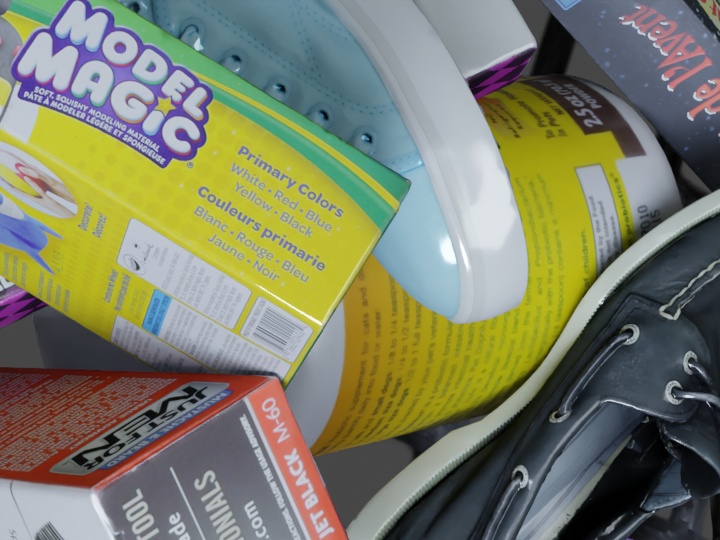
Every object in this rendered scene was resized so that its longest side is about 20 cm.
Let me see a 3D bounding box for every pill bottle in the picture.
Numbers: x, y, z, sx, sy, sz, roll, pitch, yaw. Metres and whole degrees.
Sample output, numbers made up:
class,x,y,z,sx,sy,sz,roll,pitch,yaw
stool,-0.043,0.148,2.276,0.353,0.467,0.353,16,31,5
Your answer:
class,x,y,z,sx,sy,sz,roll,pitch,yaw
pill bottle,0.000,0.000,0.775,0.200,0.109,0.109,-11,96,-35

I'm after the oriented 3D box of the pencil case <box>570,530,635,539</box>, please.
class,x,y,z,sx,sy,sz,roll,pitch,yaw
pencil case,0.039,0.170,0.754,0.084,0.085,0.200,47,62,-9

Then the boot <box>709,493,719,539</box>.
class,x,y,z,sx,sy,sz,roll,pitch,yaw
boot,0.152,0.118,0.871,0.079,0.211,0.158,-9,66,-7

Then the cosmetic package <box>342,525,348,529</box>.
class,x,y,z,sx,sy,sz,roll,pitch,yaw
cosmetic package,0.002,0.170,0.810,0.200,0.052,0.151,23,74,-33

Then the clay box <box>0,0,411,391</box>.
class,x,y,z,sx,sy,sz,roll,pitch,yaw
clay box,-0.092,-0.041,0.598,0.200,0.115,0.048,33,71,0

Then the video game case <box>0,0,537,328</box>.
class,x,y,z,sx,sy,sz,roll,pitch,yaw
video game case,-0.077,-0.095,0.697,0.200,0.036,0.181,-26,79,-17

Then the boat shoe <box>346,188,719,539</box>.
class,x,y,z,sx,sy,sz,roll,pitch,yaw
boat shoe,0.083,0.053,0.752,0.199,0.066,0.075,-38,137,-11

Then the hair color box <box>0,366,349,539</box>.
class,x,y,z,sx,sy,sz,roll,pitch,yaw
hair color box,-0.078,0.087,0.662,0.064,0.200,0.111,-32,108,-31

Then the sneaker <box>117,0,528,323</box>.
class,x,y,z,sx,sy,sz,roll,pitch,yaw
sneaker,-0.035,-0.057,0.641,0.082,0.074,0.200,-30,71,-15

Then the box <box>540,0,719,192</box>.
class,x,y,z,sx,sy,sz,roll,pitch,yaw
box,0.126,-0.082,0.862,0.200,0.038,0.137,44,24,-27
